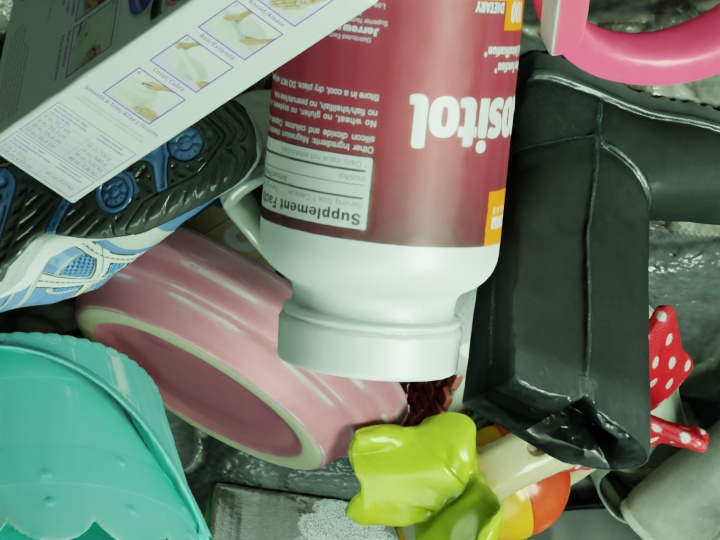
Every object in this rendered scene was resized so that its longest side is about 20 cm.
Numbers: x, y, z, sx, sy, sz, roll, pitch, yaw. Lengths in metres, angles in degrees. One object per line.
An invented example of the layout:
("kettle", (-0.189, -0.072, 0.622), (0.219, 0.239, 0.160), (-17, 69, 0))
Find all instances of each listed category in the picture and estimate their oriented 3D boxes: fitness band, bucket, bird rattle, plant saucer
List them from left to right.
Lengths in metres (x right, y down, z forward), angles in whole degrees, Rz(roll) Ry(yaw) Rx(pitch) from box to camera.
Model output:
("bucket", (-0.179, 0.136, 1.485), (0.206, 0.135, 0.208), (-9, 143, -7))
("plant saucer", (-0.072, 0.043, 1.501), (0.200, 0.051, 0.201), (29, 163, 10))
("bird rattle", (0.085, 0.096, 1.509), (0.200, 0.113, 0.163), (-33, 173, -17))
("fitness band", (0.148, -0.157, 1.291), (0.143, 0.038, 0.200), (-13, 143, -16))

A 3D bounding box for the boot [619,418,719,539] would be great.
("boot", (0.219, 0.072, 1.538), (0.200, 0.073, 0.182), (-32, 129, 23))

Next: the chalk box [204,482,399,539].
("chalk box", (-0.043, 0.246, 1.698), (0.124, 0.201, 0.124), (8, 140, -4))

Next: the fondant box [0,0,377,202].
("fondant box", (-0.075, -0.137, 1.284), (0.058, 0.145, 0.200), (34, 132, -30))

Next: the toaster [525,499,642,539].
("toaster", (0.184, 0.217, 1.704), (0.180, 0.119, 0.200), (-2, 141, 7))

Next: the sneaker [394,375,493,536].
("sneaker", (0.060, 0.064, 1.583), (0.082, 0.078, 0.200), (-10, 143, -18))

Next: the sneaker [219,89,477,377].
("sneaker", (0.000, 0.000, 1.441), (0.200, 0.100, 0.075), (38, 114, -18))

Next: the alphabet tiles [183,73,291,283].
("alphabet tiles", (-0.072, -0.058, 1.487), (0.200, 0.008, 0.167), (35, 131, -31))

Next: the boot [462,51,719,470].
("boot", (0.133, 0.006, 1.391), (0.164, 0.201, 0.066), (17, 139, -15))

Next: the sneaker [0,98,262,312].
("sneaker", (-0.131, -0.035, 1.405), (0.199, 0.076, 0.077), (-21, 162, 23))

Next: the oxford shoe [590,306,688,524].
("oxford shoe", (0.140, 0.073, 1.586), (0.075, 0.058, 0.200), (-9, 137, 18))

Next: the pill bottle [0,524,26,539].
("pill bottle", (-0.222, 0.140, 1.650), (0.199, 0.120, 0.120), (22, 137, -20))

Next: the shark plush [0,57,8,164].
("shark plush", (-0.191, -0.091, 1.414), (0.199, 0.091, 0.084), (-14, 103, 31))

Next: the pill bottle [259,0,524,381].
("pill bottle", (0.013, -0.056, 1.324), (0.112, 0.113, 0.201), (5, 99, -1))
